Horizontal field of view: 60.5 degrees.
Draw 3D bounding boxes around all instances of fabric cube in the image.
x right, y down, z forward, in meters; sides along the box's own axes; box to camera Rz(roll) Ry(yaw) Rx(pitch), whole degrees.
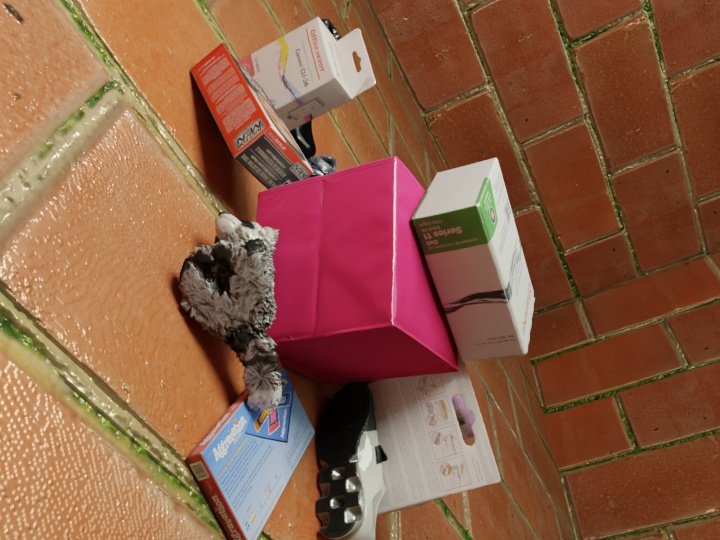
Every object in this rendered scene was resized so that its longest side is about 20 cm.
[{"bbox_3d":[-0.004,0.015,0.758,0.196,0.199,0.201,38,48,-55],"label":"fabric cube"}]

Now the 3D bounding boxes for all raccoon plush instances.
[{"bbox_3d":[-0.126,0.036,0.666,0.134,0.096,0.202,-58,144,-80],"label":"raccoon plush"}]

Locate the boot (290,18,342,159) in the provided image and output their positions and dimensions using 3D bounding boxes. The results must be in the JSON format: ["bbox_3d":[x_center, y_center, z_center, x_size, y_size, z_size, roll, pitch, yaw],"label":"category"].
[{"bbox_3d":[-0.079,-0.290,1.015,0.212,0.157,0.079,70,18,6],"label":"boot"}]

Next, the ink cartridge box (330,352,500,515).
[{"bbox_3d":[0.068,0.214,0.793,0.057,0.199,0.164,28,43,-62],"label":"ink cartridge box"}]

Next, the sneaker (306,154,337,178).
[{"bbox_3d":[-0.081,-0.128,0.921,0.074,0.081,0.200,32,22,-8],"label":"sneaker"}]

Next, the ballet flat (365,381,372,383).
[{"bbox_3d":[0.068,0.149,0.965,0.067,0.199,0.063,44,-42,37],"label":"ballet flat"}]

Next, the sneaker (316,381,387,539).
[{"bbox_3d":[-0.007,0.240,0.765,0.089,0.074,0.201,51,35,-42],"label":"sneaker"}]

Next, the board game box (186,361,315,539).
[{"bbox_3d":[-0.103,0.178,0.634,0.104,0.019,0.200,67,18,-10],"label":"board game box"}]

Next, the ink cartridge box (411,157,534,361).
[{"bbox_3d":[0.144,-0.012,0.747,0.201,0.083,0.147,68,28,-22],"label":"ink cartridge box"}]

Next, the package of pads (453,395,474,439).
[{"bbox_3d":[0.179,0.253,1.275,0.200,0.075,0.121,53,25,-40],"label":"package of pads"}]

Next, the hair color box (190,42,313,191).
[{"bbox_3d":[-0.142,-0.194,0.793,0.101,0.061,0.201,43,14,-54],"label":"hair color box"}]

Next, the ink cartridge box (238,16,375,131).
[{"bbox_3d":[-0.087,-0.292,0.924,0.067,0.199,0.117,30,41,-63],"label":"ink cartridge box"}]
